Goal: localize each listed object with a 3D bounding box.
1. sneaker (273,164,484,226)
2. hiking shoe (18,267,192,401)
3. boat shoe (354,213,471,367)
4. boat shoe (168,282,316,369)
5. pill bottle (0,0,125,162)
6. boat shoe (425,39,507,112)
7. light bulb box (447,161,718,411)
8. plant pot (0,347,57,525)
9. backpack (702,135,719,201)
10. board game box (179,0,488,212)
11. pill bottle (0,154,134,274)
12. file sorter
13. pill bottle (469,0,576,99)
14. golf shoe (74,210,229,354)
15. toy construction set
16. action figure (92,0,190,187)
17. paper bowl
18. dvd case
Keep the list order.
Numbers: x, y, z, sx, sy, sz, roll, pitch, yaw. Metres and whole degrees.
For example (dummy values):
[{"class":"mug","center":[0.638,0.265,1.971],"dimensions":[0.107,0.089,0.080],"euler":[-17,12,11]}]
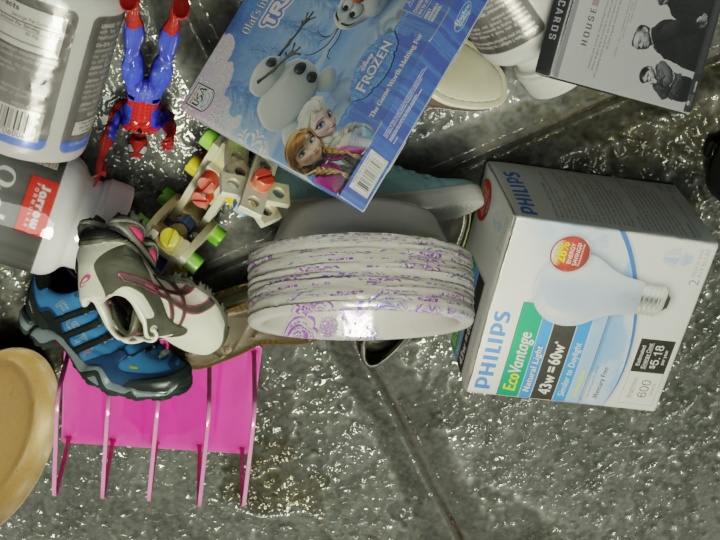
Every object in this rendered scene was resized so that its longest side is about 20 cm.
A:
[{"class":"sneaker","center":[0.014,-0.085,1.082],"dimensions":[0.199,0.074,0.082],"euler":[-2,83,0]},{"class":"hiking shoe","center":[-0.242,0.054,1.093],"dimensions":[0.200,0.074,0.087],"euler":[25,118,19]},{"class":"boat shoe","center":[0.054,0.013,1.149],"dimensions":[0.072,0.066,0.201],"euler":[23,113,-14]},{"class":"boat shoe","center":[-0.095,0.037,1.148],"dimensions":[0.199,0.066,0.074],"euler":[-13,118,-12]},{"class":"pill bottle","center":[-0.261,-0.202,0.972],"dimensions":[0.113,0.114,0.200],"euler":[17,115,-14]},{"class":"boat shoe","center":[0.036,-0.180,1.045],"dimensions":[0.199,0.072,0.060],"euler":[9,159,-24]},{"class":"light bulb box","center":[0.206,0.016,1.134],"dimensions":[0.199,0.125,0.199],"euler":[6,118,-10]},{"class":"plant pot","center":[-0.370,0.168,1.138],"dimensions":[0.027,0.200,0.201],"euler":[17,121,23]},{"class":"backpack","center":[0.452,-0.107,1.085],"dimensions":[0.199,0.151,0.178],"euler":[8,117,-16]},{"class":"board game box","center":[-0.025,-0.176,0.935],"dimensions":[0.043,0.199,0.200],"euler":[31,89,-53]},{"class":"pill bottle","center":[-0.313,-0.063,1.042],"dimensions":[0.200,0.116,0.116],"euler":[18,116,-15]},{"class":"file sorter","center":[-0.204,0.153,1.167],"dimensions":[0.199,0.126,0.139],"euler":[5,118,-8]},{"class":"pill bottle","center":[0.126,-0.246,0.989],"dimensions":[0.111,0.111,0.200],"euler":[-35,116,13]},{"class":"golf shoe","center":[-0.186,0.034,1.012],"dimensions":[0.077,0.088,0.200],"euler":[-11,144,24]},{"class":"toy construction set","center":[-0.136,-0.065,1.038],"dimensions":[0.092,0.131,0.200],"euler":[48,137,-14]},{"class":"action figure","center":[-0.187,-0.141,0.991],"dimensions":[0.065,0.099,0.200],"euler":[8,150,-10]},{"class":"paper bowl","center":[0.000,0.000,1.026],"dimensions":[0.200,0.201,0.105],"euler":[0,78,-6]},{"class":"dvd case","center":[0.239,-0.222,0.990],"dimensions":[0.200,0.025,0.151],"euler":[5,104,-41]}]
